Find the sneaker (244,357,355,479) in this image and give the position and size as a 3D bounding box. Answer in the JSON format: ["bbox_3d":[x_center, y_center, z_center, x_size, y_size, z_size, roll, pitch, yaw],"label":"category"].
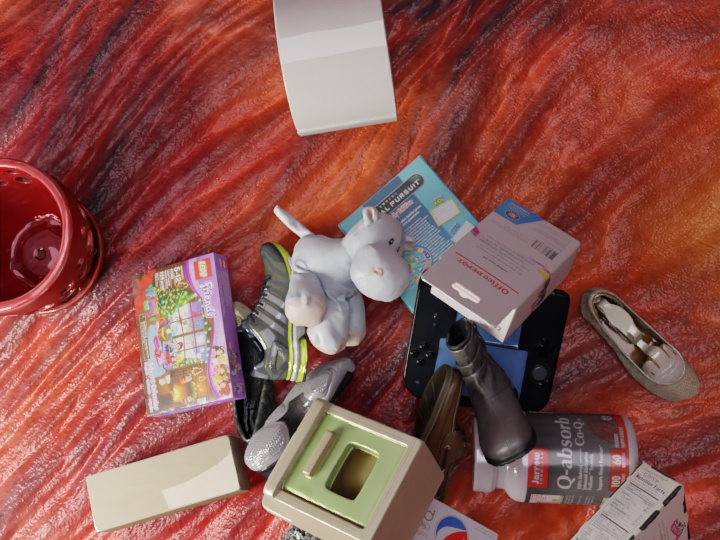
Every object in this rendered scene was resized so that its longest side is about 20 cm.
[{"bbox_3d":[-0.058,0.216,1.183,0.200,0.075,0.114,-47,110,-26],"label":"sneaker"}]

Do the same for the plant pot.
[{"bbox_3d":[-0.453,-0.033,1.192,0.200,0.183,0.201,-1,81,5],"label":"plant pot"}]

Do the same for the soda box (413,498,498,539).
[{"bbox_3d":[0.072,0.323,1.114,0.200,0.064,0.068,32,60,-15],"label":"soda box"}]

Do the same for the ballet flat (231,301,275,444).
[{"bbox_3d":[-0.152,0.139,1.206,0.066,0.057,0.201,-13,81,5],"label":"ballet flat"}]

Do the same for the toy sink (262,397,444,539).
[{"bbox_3d":[-0.028,0.237,1.022,0.200,0.112,0.131,17,63,32],"label":"toy sink"}]

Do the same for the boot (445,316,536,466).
[{"bbox_3d":[0.145,0.139,1.061,0.070,0.200,0.132,-28,106,6],"label":"boot"}]

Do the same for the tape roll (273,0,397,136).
[{"bbox_3d":[-0.030,-0.291,1.189,0.139,0.203,0.203,-9,81,3],"label":"tape roll"}]

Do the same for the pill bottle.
[{"bbox_3d":[0.245,0.240,1.132,0.199,0.116,0.116,1,82,4],"label":"pill bottle"}]

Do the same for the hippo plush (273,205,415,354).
[{"bbox_3d":[0.000,0.000,1.150,0.160,0.159,0.201,-24,51,22],"label":"hippo plush"}]

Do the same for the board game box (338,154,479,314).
[{"bbox_3d":[0.091,-0.034,1.219,0.151,0.047,0.200,-40,81,-1],"label":"board game box"}]

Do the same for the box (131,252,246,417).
[{"bbox_3d":[-0.237,0.089,1.205,0.136,0.039,0.201,-15,76,19],"label":"box"}]

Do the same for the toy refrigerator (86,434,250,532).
[{"bbox_3d":[-0.257,0.288,1.189,0.199,0.070,0.076,-17,74,1],"label":"toy refrigerator"}]

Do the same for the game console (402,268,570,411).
[{"bbox_3d":[0.163,0.097,1.164,0.199,0.031,0.177,9,107,-1],"label":"game console"}]

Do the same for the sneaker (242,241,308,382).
[{"bbox_3d":[-0.121,0.055,1.192,0.081,0.074,0.201,-4,70,-17],"label":"sneaker"}]

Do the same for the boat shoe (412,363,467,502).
[{"bbox_3d":[0.105,0.216,1.153,0.068,0.072,0.201,15,112,-5],"label":"boat shoe"}]

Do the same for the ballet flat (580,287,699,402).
[{"bbox_3d":[0.370,0.101,1.170,0.200,0.062,0.067,43,87,9],"label":"ballet flat"}]

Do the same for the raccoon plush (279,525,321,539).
[{"bbox_3d":[-0.052,0.364,1.098,0.096,0.134,0.201,-12,114,-14],"label":"raccoon plush"}]

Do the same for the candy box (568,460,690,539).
[{"bbox_3d":[0.304,0.342,1.045,0.200,0.137,0.061,-38,41,-19],"label":"candy box"}]

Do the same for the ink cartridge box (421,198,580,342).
[{"bbox_3d":[0.169,0.007,1.096,0.115,0.068,0.200,35,51,22],"label":"ink cartridge box"}]
